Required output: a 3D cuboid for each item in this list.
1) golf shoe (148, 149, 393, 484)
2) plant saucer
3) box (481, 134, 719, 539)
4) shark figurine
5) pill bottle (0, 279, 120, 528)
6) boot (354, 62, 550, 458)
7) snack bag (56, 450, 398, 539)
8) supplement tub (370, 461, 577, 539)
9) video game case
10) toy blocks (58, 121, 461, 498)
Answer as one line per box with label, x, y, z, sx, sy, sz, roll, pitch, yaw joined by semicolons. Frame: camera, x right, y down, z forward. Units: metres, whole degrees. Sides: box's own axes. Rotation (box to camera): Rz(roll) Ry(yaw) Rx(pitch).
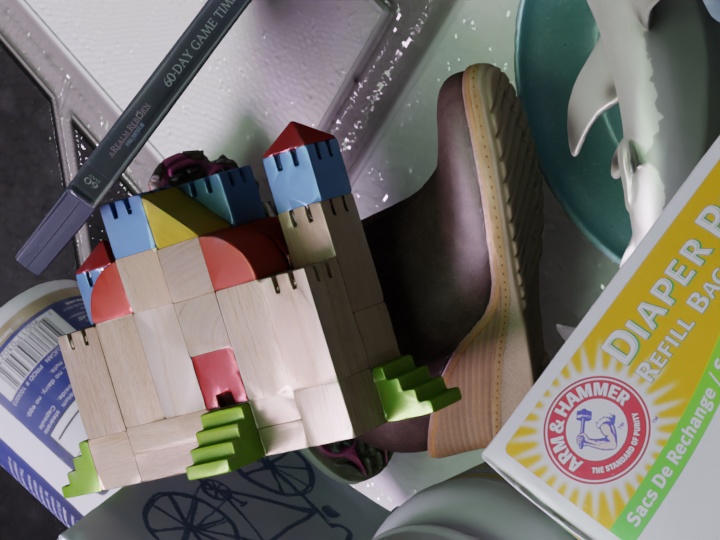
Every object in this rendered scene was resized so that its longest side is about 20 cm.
golf shoe;-0.050;0.033;1.053;0.200;0.073;0.092;55;148;16
plant saucer;0.157;-0.087;0.854;0.200;0.036;0.200;13;110;38
box;0.153;0.030;0.730;0.101;0.112;0.200;36;89;26
shark figurine;0.137;-0.054;0.810;0.128;0.089;0.215;-177;83;-75
pill bottle;-0.125;0.101;1.104;0.200;0.111;0.111;37;124;28
boot;0.000;0.000;0.918;0.166;0.072;0.200;1;119;16
snack bag;-0.024;0.150;0.959;0.200;0.189;0.021;32;114;10
supplement tub;0.089;0.147;0.867;0.145;0.200;0.145;13;110;39
video game case;-0.090;-0.093;0.945;0.019;0.200;0.143;38;159;-8
toy blocks;-0.066;0.017;0.895;0.200;0.100;0.137;-16;92;35
